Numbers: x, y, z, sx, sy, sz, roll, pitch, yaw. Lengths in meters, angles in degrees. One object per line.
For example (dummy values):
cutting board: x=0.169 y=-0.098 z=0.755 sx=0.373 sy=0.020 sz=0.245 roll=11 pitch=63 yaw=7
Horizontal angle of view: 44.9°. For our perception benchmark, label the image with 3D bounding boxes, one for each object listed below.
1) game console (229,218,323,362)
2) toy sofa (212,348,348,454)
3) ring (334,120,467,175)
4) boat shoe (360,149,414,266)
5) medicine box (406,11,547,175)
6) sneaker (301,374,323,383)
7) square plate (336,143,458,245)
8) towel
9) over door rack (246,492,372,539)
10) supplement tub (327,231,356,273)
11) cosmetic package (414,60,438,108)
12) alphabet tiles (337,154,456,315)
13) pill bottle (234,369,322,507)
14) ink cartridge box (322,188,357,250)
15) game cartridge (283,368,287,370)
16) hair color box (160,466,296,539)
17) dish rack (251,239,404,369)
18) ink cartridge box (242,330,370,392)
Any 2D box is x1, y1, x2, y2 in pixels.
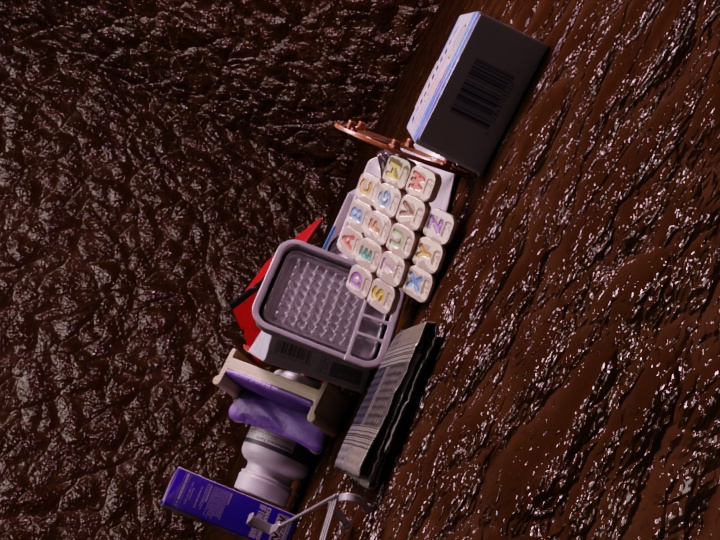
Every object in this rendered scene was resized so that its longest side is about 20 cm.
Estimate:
game console: x=-0.118 y=0.036 z=1.450 sx=0.118 sy=0.173 sz=0.200 roll=-18 pitch=-11 yaw=-40
toy sofa: x=-0.129 y=0.202 z=1.342 sx=0.098 sy=0.200 sz=0.083 roll=-64 pitch=-32 yaw=-17
ring: x=0.059 y=-0.177 z=1.227 sx=0.200 sy=0.200 sz=0.019 roll=-96 pitch=27 yaw=-78
boat shoe: x=0.035 y=-0.069 z=1.225 sx=0.074 sy=0.073 sz=0.201 roll=-51 pitch=-46 yaw=-83
medicine box: x=0.150 y=-0.244 z=1.185 sx=0.200 sy=0.103 sz=0.183 roll=-94 pitch=29 yaw=-75
sneaker: x=-0.061 y=0.157 z=1.605 sx=0.090 sy=0.078 sz=0.200 roll=-84 pitch=13 yaw=-46
square plate: x=0.071 y=-0.124 z=1.349 sx=0.200 sy=0.028 sz=0.198 roll=-13 pitch=42 yaw=35
towel: x=0.032 y=0.157 z=1.019 sx=0.193 sy=0.034 sz=0.200 roll=-64 pitch=4 yaw=-12
over door rack: x=-0.070 y=0.328 z=0.941 sx=0.200 sy=0.067 sz=0.148 roll=-28 pitch=33 yaw=45
supplement tub: x=0.000 y=0.000 z=1.413 sx=0.200 sy=0.122 sz=0.123 roll=-84 pitch=19 yaw=-69
cosmetic package: x=0.156 y=-0.317 z=1.538 sx=0.200 sy=0.073 sz=0.104 roll=-100 pitch=35 yaw=-78
alphabet tiles: x=0.042 y=-0.048 z=1.157 sx=0.195 sy=0.015 sz=0.201 roll=34 pitch=111 yaw=45
pill bottle: x=-0.125 y=0.276 z=1.425 sx=0.120 sy=0.119 sz=0.200 roll=134 pitch=160 yaw=-71
ink cartridge box: x=0.011 y=-0.079 z=1.603 sx=0.147 sy=0.086 sz=0.200 roll=-63 pitch=-6 yaw=20
game cartridge: x=-0.112 y=0.110 z=1.545 sx=0.200 sy=0.041 sz=0.134 roll=102 pitch=174 yaw=-76
hair color box: x=-0.206 y=0.374 z=1.352 sx=0.109 sy=0.199 sz=0.065 roll=131 pitch=161 yaw=-68
dish rack: x=-0.047 y=0.054 z=1.256 sx=0.044 sy=0.199 sz=0.172 roll=116 pitch=175 yaw=-51
ink cartridge box: x=-0.087 y=0.131 z=1.339 sx=0.200 sy=0.160 sz=0.047 roll=-171 pitch=100 yaw=-74
